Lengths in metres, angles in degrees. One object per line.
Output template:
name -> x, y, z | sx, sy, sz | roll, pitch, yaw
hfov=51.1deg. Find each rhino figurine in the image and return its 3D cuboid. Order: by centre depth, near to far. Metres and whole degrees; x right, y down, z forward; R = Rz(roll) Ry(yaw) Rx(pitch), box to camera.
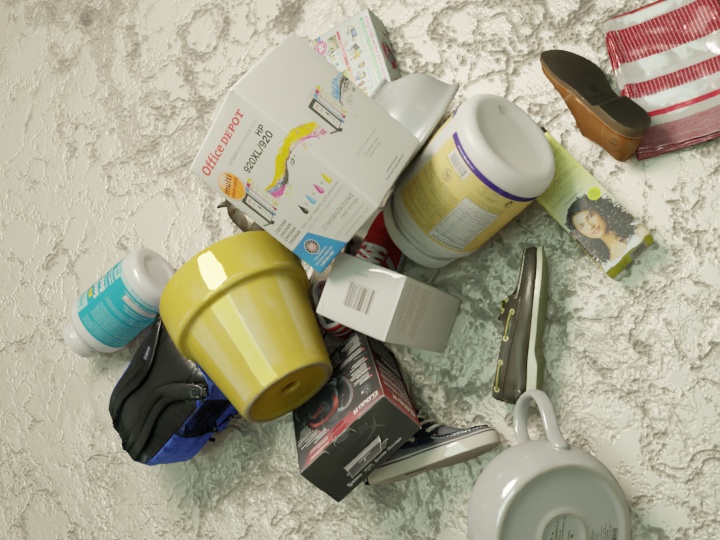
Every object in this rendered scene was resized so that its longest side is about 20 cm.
rhino figurine -> -0.178, -0.100, 1.167 | 0.200, 0.059, 0.088 | 39, 139, 45

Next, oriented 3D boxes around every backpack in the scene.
backpack -> -0.262, 0.192, 1.119 | 0.200, 0.167, 0.163 | -49, 55, 16

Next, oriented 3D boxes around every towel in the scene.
towel -> 0.396, -0.252, 0.946 | 0.142, 0.023, 0.203 | -16, 73, 23

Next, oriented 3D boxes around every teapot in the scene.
teapot -> 0.202, 0.278, 0.875 | 0.200, 0.146, 0.198 | -42, 102, -7

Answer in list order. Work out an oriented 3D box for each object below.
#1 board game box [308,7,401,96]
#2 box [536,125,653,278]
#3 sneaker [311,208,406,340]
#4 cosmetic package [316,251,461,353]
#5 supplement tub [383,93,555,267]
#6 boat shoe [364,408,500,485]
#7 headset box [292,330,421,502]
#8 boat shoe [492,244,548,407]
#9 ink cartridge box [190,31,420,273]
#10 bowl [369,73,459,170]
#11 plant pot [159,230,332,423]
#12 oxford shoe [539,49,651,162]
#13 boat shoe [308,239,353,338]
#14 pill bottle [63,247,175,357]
board game box -> -0.041, -0.284, 1.157 | 0.198, 0.064, 0.149 | -24, 71, 23
box -> 0.275, -0.088, 0.961 | 0.075, 0.050, 0.201 | -45, 63, 13
sneaker -> 0.000, 0.000, 1.050 | 0.071, 0.112, 0.203 | 18, 89, 30
cosmetic package -> 0.042, 0.046, 0.970 | 0.107, 0.199, 0.086 | 20, 91, 27
supplement tub -> 0.131, -0.107, 0.953 | 0.200, 0.144, 0.147 | -45, 60, 45
boat shoe -> 0.081, 0.213, 0.988 | 0.198, 0.074, 0.094 | -23, 65, 22
headset box -> -0.012, 0.186, 0.976 | 0.149, 0.075, 0.200 | -44, 23, 10
boat shoe -> 0.203, 0.067, 0.955 | 0.060, 0.072, 0.204 | 3, 84, 24
ink cartridge box -> -0.065, -0.135, 0.875 | 0.199, 0.145, 0.147 | 38, 136, -6
bowl -> 0.039, -0.191, 1.011 | 0.090, 0.201, 0.202 | 36, 99, -6
plant pot -> -0.135, 0.084, 0.985 | 0.200, 0.200, 0.190 | -42, 65, 14
oxford shoe -> 0.288, -0.216, 0.974 | 0.070, 0.072, 0.201 | -15, 52, -16
boat shoe -> -0.053, 0.033, 1.113 | 0.066, 0.057, 0.203 | 20, 94, 22
pill bottle -> -0.402, 0.061, 1.250 | 0.199, 0.111, 0.112 | -38, 66, 16
